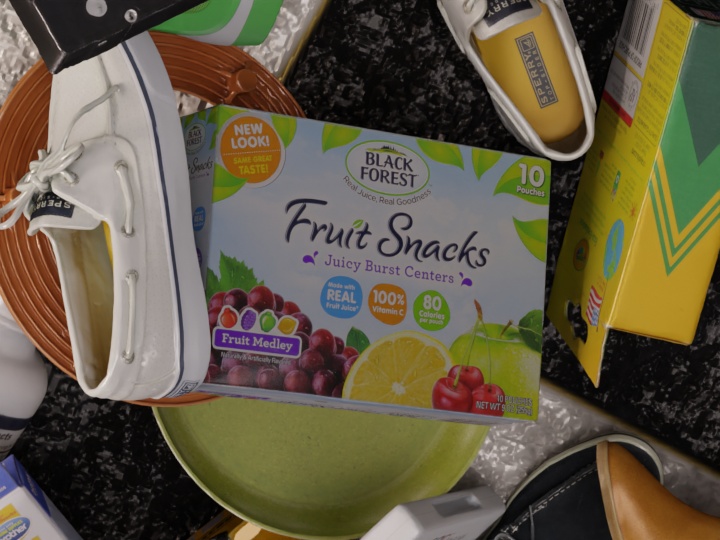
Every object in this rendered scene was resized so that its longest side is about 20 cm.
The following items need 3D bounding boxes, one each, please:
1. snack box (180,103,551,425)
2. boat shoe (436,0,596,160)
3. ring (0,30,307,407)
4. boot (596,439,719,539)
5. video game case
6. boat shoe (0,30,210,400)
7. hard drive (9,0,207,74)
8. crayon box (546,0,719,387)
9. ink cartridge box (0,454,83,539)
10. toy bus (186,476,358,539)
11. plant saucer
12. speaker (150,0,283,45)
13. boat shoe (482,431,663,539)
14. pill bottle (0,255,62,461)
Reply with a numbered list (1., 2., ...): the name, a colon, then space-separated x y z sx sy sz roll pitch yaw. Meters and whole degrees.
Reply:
1. snack box: 0.000 0.000 1.487 0.199 0.053 0.143 8 80 -29
2. boat shoe: 0.071 -0.145 1.503 0.071 0.070 0.200 -24 109 -1
3. ring: -0.099 -0.031 1.478 0.200 0.019 0.201 4 82 -28
4. boot: 0.224 0.152 1.559 0.144 0.071 0.202 -20 119 19
5. video game case: -0.018 0.191 1.534 0.200 0.182 0.023 -44 78 12
6. boat shoe: -0.136 -0.034 1.402 0.086 0.075 0.203 -6 85 -38
7. hard drive: -0.097 -0.198 1.407 0.200 0.038 0.140 -29 86 -21
8. crayon box: 0.155 -0.047 1.518 0.051 0.127 0.201 11 106 -12
9. ink cartridge box: -0.187 0.178 1.476 0.119 0.042 0.200 -33 122 3
10. toy bus: -0.096 0.192 1.574 0.200 0.078 0.065 -39 100 4
11. plant saucer: -0.022 0.044 1.538 0.199 0.031 0.201 2 83 -16
12. speaker: -0.135 -0.176 1.455 0.199 0.088 0.089 15 104 -13
13. boat shoe: 0.093 0.170 1.609 0.200 0.062 0.075 -41 107 3
14. pill bottle: -0.233 0.069 1.500 0.111 0.111 0.200 32 99 -16
